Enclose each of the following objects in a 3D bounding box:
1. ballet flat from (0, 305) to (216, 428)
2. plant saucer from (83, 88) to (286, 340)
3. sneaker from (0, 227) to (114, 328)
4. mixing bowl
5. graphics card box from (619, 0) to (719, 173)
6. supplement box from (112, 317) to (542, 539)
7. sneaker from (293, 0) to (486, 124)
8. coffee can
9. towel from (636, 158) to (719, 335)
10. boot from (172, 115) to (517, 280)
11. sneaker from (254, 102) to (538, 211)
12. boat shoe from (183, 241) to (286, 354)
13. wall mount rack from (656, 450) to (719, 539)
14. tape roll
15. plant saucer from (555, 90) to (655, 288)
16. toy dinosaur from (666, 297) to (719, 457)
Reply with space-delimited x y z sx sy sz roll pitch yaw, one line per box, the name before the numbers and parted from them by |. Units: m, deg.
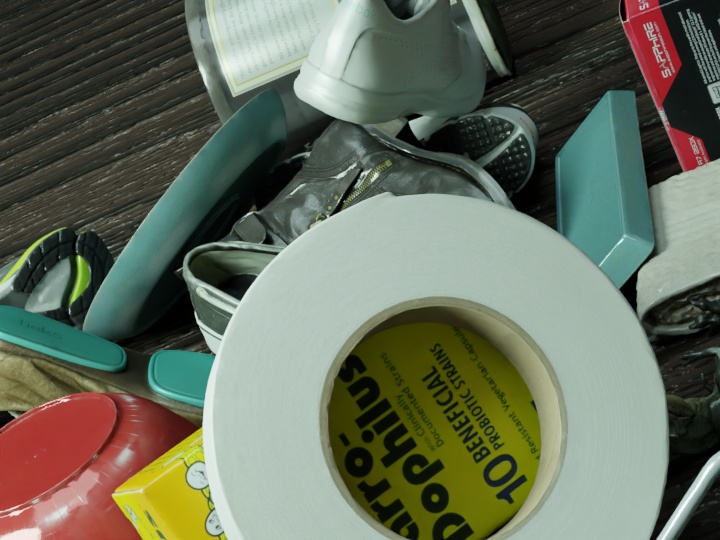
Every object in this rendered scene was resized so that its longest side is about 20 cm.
ballet flat | -0.131 0.078 1.096 0.198 0.073 0.068 13 23 -8
plant saucer | -0.106 -0.029 1.247 0.201 0.027 0.200 -53 -4 -6
sneaker | -0.242 0.049 1.226 0.200 0.074 0.081 -37 8 -38
mixing bowl | -0.142 0.134 0.986 0.199 0.109 0.201 -23 25 11
graphics card box | 0.257 -0.130 1.072 0.198 0.126 0.051 -20 25 17
supplement box | 0.000 0.089 0.890 0.199 0.109 0.109 -35 1 -15
sneaker | 0.035 -0.142 1.151 0.075 0.089 0.200 25 20 17
coffee can | -0.007 -0.172 1.387 0.198 0.147 0.147 -22 25 12
towel | 0.238 -0.036 1.021 0.198 0.035 0.133 -21 25 16
boot | 0.000 0.000 1.146 0.200 0.069 0.174 37 84 35
sneaker | 0.027 -0.059 1.251 0.198 0.074 0.080 -12 14 21
boat shoe | -0.011 0.027 1.062 0.198 0.064 0.071 9 51 26
wall mount rack | 0.177 0.116 0.753 0.172 0.075 0.200 -24 24 1
tape roll | 0.032 0.067 0.820 0.202 0.204 0.037 -34 -5 -15
plant saucer | 0.136 -0.041 1.110 0.070 0.019 0.201 -53 15 27
toy dinosaur | 0.207 0.026 0.920 0.199 0.048 0.088 -27 39 0
